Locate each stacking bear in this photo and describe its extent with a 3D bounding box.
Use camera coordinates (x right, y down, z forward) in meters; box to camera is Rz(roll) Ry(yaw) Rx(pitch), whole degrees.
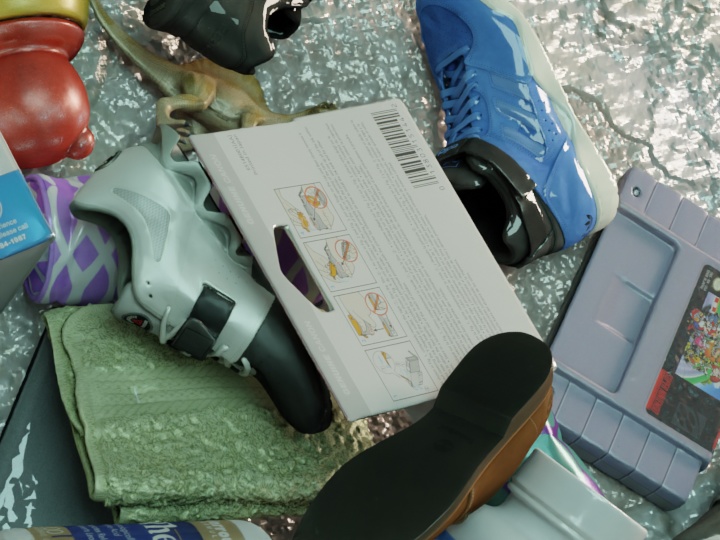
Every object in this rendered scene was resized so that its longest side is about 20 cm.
[{"bbox_3d":[-0.213,-0.158,1.600,0.121,0.114,0.201,-6,76,-24],"label":"stacking bear"}]

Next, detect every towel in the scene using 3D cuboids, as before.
[{"bbox_3d":[-0.083,0.081,1.542,0.199,0.037,0.149,2,52,-32],"label":"towel"}]

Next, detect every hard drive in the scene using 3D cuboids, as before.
[{"bbox_3d":[-0.153,0.141,1.541,0.139,0.033,0.201,25,62,-11],"label":"hard drive"}]

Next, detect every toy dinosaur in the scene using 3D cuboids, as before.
[{"bbox_3d":[-0.103,-0.105,1.661,0.199,0.058,0.102,25,46,-9],"label":"toy dinosaur"}]

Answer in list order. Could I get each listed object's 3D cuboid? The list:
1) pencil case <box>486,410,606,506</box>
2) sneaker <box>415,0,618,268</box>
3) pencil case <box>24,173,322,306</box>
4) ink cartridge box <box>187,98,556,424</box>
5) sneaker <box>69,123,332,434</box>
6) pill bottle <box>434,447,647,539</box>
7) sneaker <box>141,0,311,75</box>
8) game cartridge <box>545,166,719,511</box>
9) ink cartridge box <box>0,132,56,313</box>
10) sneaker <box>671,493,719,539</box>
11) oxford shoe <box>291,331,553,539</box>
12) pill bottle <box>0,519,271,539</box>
[{"bbox_3d":[0.123,0.165,1.615,0.085,0.092,0.201,-31,83,7],"label":"pencil case"},{"bbox_3d":[0.073,-0.095,1.705,0.111,0.077,0.201,-28,86,-36],"label":"sneaker"},{"bbox_3d":[-0.111,-0.021,1.599,0.199,0.084,0.086,1,30,-24],"label":"pencil case"},{"bbox_3d":[0.000,0.000,1.549,0.175,0.045,0.201,-12,65,-42],"label":"ink cartridge box"},{"bbox_3d":[-0.095,0.022,1.517,0.088,0.074,0.201,-33,84,-20],"label":"sneaker"},{"bbox_3d":[0.073,0.205,1.518,0.112,0.112,0.201,36,89,-5],"label":"pill bottle"},{"bbox_3d":[-0.068,-0.196,1.685,0.091,0.076,0.201,37,47,-13],"label":"sneaker"},{"bbox_3d":[0.193,0.043,1.725,0.129,0.038,0.201,29,61,-5],"label":"game cartridge"},{"bbox_3d":[-0.296,-0.055,1.496,0.147,0.145,0.201,-22,79,-29],"label":"ink cartridge box"},{"bbox_3d":[0.259,0.150,1.700,0.199,0.077,0.082,-21,51,-29],"label":"sneaker"},{"bbox_3d":[0.041,0.124,1.468,0.200,0.072,0.071,-40,51,-24],"label":"oxford shoe"},{"bbox_3d":[-0.104,0.194,1.455,0.199,0.111,0.112,0,69,-23],"label":"pill bottle"}]
